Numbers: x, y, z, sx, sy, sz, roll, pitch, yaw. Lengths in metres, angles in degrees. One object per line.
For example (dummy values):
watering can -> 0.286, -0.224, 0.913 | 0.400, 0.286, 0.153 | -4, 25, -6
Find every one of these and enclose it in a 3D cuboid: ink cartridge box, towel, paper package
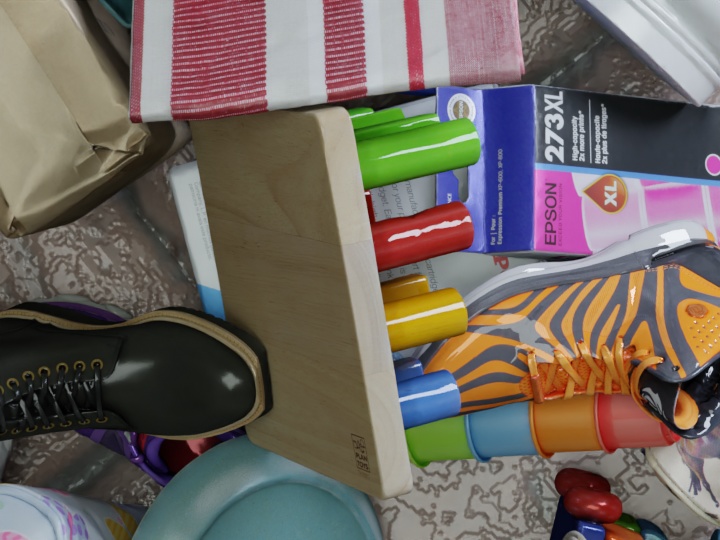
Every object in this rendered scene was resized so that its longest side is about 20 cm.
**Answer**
ink cartridge box -> 0.005, -0.017, 1.523 | 0.199, 0.085, 0.145 | -14, 93, 6
ink cartridge box -> 0.132, -0.053, 1.479 | 0.199, 0.037, 0.095 | 3, 84, -30
towel -> -0.019, -0.132, 1.337 | 0.199, 0.144, 0.023 | -7, 133, 4
paper package -> -0.192, -0.123, 1.474 | 0.103, 0.200, 0.191 | -33, 91, 6

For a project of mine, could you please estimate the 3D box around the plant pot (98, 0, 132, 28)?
plant pot -> -0.143, -0.262, 1.456 | 0.141, 0.200, 0.141 | -42, 120, 6

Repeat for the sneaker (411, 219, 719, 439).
sneaker -> 0.129, 0.049, 1.425 | 0.199, 0.078, 0.112 | -25, 48, -6

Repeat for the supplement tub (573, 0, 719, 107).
supplement tub -> 0.212, -0.208, 1.467 | 0.145, 0.145, 0.200 | 42, 94, 1

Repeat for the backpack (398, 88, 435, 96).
backpack -> 0.021, -0.207, 1.472 | 0.162, 0.168, 0.201 | 29, 94, 8

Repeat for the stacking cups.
stacking cups -> 0.086, 0.080, 1.502 | 0.199, 0.060, 0.061 | -6, 92, 24

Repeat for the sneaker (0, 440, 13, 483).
sneaker -> -0.248, 0.153, 1.534 | 0.075, 0.088, 0.201 | 0, 100, 37

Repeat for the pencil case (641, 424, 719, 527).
pencil case -> 0.253, 0.060, 1.513 | 0.200, 0.089, 0.078 | -44, 61, 5

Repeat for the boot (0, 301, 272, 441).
boot -> -0.162, 0.073, 1.429 | 0.199, 0.138, 0.078 | 0, 105, 33

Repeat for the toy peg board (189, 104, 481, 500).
toy peg board -> 0.000, 0.000, 1.396 | 0.097, 0.200, 0.200 | -14, 101, -21

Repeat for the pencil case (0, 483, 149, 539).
pencil case -> -0.169, 0.170, 1.487 | 0.090, 0.200, 0.083 | -27, 74, 11

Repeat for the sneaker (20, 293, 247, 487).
sneaker -> -0.130, 0.079, 1.538 | 0.199, 0.083, 0.081 | 28, 94, 5

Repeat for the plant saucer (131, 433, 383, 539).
plant saucer -> -0.055, 0.195, 1.500 | 0.199, 0.027, 0.201 | -7, 101, -39

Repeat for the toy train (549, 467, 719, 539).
toy train -> 0.163, 0.174, 1.465 | 0.115, 0.200, 0.085 | 13, 94, -1
